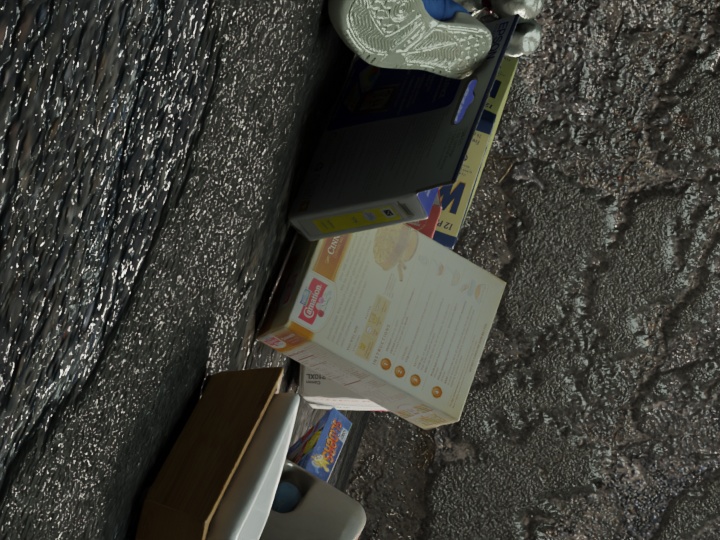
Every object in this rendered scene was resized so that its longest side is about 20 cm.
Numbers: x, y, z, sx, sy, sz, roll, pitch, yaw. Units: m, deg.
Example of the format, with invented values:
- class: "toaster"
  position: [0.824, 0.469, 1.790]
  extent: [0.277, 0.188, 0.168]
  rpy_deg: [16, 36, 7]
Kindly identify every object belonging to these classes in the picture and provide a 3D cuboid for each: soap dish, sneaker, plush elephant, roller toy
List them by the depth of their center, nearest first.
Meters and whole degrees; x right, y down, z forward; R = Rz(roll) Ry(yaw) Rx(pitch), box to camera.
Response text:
- class: "soap dish"
  position: [-0.120, 0.187, 1.331]
  extent: [0.200, 0.081, 0.158]
  rpy_deg: [-64, 171, -55]
- class: "sneaker"
  position: [0.018, -0.226, 1.417]
  extent: [0.199, 0.111, 0.077]
  rpy_deg: [7, 121, -51]
- class: "roller toy"
  position: [-0.092, 0.290, 1.721]
  extent: [0.183, 0.139, 0.200]
  rpy_deg: [-58, 174, -18]
- class: "plush elephant"
  position: [0.158, -0.347, 2.003]
  extent: [0.200, 0.154, 0.166]
  rpy_deg: [-63, 171, -62]

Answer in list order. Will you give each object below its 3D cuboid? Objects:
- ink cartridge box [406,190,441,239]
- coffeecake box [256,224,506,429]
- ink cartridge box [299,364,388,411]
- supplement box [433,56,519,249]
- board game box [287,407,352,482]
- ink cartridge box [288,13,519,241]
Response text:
- class: "ink cartridge box"
  position: [0.000, 0.000, 1.721]
  extent: [0.068, 0.116, 0.201]
  rpy_deg: [-92, -163, -66]
- class: "coffeecake box"
  position: [0.022, 0.038, 1.616]
  extent: [0.073, 0.199, 0.154]
  rpy_deg: [-25, -140, 60]
- class: "ink cartridge box"
  position: [0.004, 0.124, 2.065]
  extent: [0.200, 0.144, 0.085]
  rpy_deg: [77, 15, -81]
- class: "supplement box"
  position: [0.102, -0.175, 2.163]
  extent: [0.200, 0.133, 0.201]
  rpy_deg: [-65, 173, -54]
- class: "board game box"
  position: [-0.086, 0.266, 2.032]
  extent: [0.135, 0.034, 0.200]
  rpy_deg: [-44, -170, 31]
- class: "ink cartridge box"
  position: [0.047, -0.127, 1.513]
  extent: [0.047, 0.199, 0.199]
  rpy_deg: [47, 52, -35]
